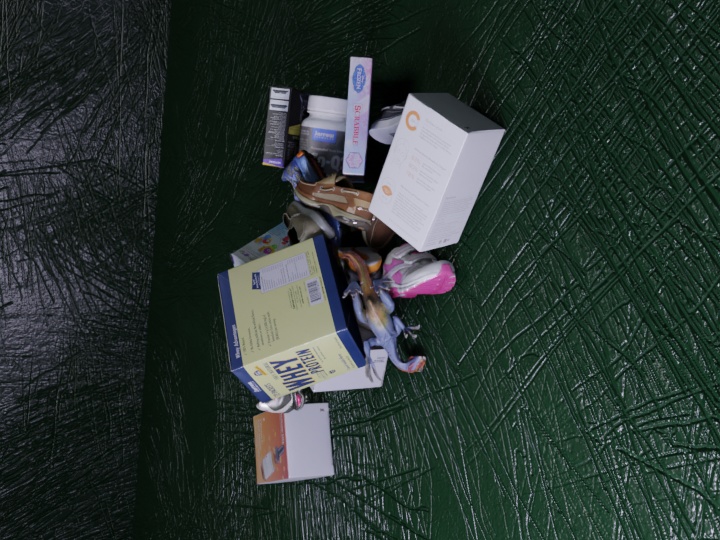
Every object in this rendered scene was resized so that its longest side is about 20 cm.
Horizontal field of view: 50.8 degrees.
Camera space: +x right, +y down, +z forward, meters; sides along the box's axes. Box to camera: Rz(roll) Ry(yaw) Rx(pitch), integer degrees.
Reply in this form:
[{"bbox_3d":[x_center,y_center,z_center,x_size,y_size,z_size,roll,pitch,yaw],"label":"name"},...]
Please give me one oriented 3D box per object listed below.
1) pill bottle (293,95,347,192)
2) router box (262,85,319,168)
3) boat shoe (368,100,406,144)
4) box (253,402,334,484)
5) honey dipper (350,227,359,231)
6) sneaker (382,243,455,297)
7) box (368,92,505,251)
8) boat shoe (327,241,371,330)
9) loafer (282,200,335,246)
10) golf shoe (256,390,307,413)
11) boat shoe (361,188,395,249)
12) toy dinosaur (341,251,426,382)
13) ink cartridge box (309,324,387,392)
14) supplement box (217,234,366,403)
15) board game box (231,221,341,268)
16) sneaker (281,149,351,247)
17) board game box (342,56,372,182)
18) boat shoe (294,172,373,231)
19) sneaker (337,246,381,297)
[{"bbox_3d":[-0.070,-0.247,1.538,0.114,0.113,0.202,26,112,61],"label":"pill bottle"},{"bbox_3d":[-0.131,-0.294,1.593,0.052,0.200,0.159,10,98,20],"label":"router box"},{"bbox_3d":[0.089,-0.258,1.283,0.199,0.071,0.068,8,73,61],"label":"boat shoe"},{"bbox_3d":[-0.149,0.377,1.647,0.200,0.105,0.154,-34,58,58],"label":"box"},{"bbox_3d":[-0.006,-0.082,1.490,0.199,0.038,0.038,-1,87,59],"label":"honey dipper"},{"bbox_3d":[0.085,-0.004,1.248,0.199,0.081,0.089,-12,78,61],"label":"sneaker"},{"bbox_3d":[0.112,-0.151,1.152,0.124,0.097,0.201,41,126,31],"label":"box"},{"bbox_3d":[-0.026,0.023,1.438,0.200,0.063,0.073,48,151,8],"label":"boat shoe"},{"bbox_3d":[-0.111,-0.077,1.388,0.070,0.075,0.200,-42,18,-9],"label":"loafer"},{"bbox_3d":[-0.152,0.157,1.377,0.077,0.087,0.202,139,125,-61],"label":"golf shoe"},{"bbox_3d":[0.060,-0.115,1.320,0.075,0.074,0.204,50,133,41],"label":"boat shoe"},{"bbox_3d":[0.049,0.084,1.259,0.201,0.104,0.182,-96,-16,-46],"label":"toy dinosaur"},{"bbox_3d":[-0.056,0.143,1.440,0.200,0.144,0.084,44,128,56],"label":"ink cartridge box"},{"bbox_3d":[-0.117,0.082,1.288,0.135,0.198,0.201,63,-171,-54],"label":"supplement box"},{"bbox_3d":[-0.141,-0.022,1.512,0.105,0.199,0.104,32,143,36],"label":"board game box"},{"bbox_3d":[-0.084,-0.131,1.469,0.078,0.075,0.201,-32,81,20],"label":"sneaker"},{"bbox_3d":[-0.004,-0.269,1.398,0.200,0.041,0.202,-81,-5,-87],"label":"board game box"},{"bbox_3d":[-0.040,-0.133,1.350,0.199,0.075,0.075,29,102,44],"label":"boat shoe"},{"bbox_3d":[0.000,0.000,1.385,0.200,0.077,0.078,-99,4,-77],"label":"sneaker"}]
